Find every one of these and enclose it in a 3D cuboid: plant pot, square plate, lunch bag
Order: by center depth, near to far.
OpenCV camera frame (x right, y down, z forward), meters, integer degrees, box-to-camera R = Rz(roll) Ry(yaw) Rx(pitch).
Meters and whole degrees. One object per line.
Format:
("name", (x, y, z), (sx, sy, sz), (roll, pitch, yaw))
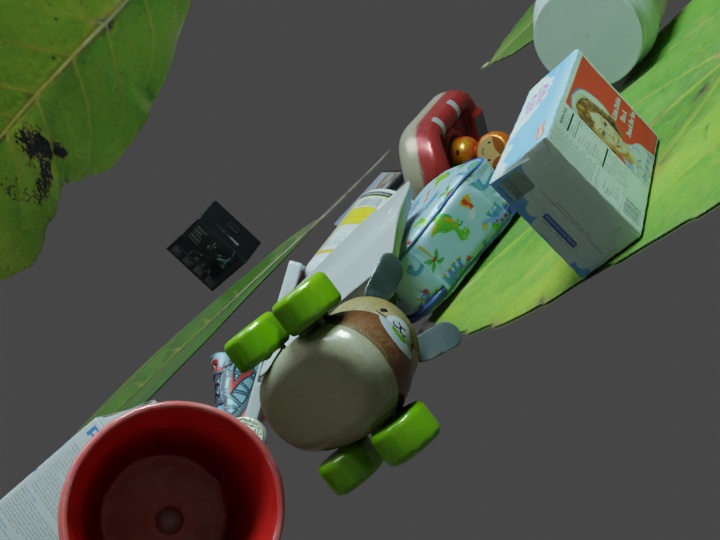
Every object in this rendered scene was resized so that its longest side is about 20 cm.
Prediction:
("plant pot", (-0.180, 0.231, 1.144), (0.200, 0.200, 0.177), (-50, 0, -18))
("square plate", (-0.018, 0.011, 1.288), (0.198, 0.028, 0.200), (-43, 13, 25))
("lunch bag", (0.077, -0.028, 1.349), (0.200, 0.082, 0.161), (-51, 12, -23))

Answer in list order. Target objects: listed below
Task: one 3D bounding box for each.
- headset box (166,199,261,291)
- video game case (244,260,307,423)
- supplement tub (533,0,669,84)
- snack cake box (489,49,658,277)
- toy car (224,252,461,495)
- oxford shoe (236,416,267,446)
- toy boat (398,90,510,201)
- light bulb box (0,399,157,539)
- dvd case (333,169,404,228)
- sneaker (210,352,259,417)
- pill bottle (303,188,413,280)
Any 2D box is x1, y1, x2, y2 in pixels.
("headset box", (-0.390, -0.068, 3.254), (0.200, 0.174, 0.093), (-38, 13, 44))
("video game case", (-0.101, 0.089, 1.482), (0.143, 0.017, 0.200), (61, -135, -87))
("supplement tub", (0.283, -0.310, 1.425), (0.145, 0.145, 0.200), (-39, 12, 37))
("snack cake box", (0.189, -0.097, 1.049), (0.067, 0.115, 0.200), (-40, 11, 33))
("toy car", (0.014, 0.065, 1.069), (0.158, 0.164, 0.200), (-37, 1, 45))
("oxford shoe", (-0.195, 0.228, 1.379), (0.200, 0.075, 0.058), (-25, -23, -4))
("toy boat", (0.135, -0.147, 1.547), (0.130, 0.131, 0.200), (-2, 31, 29))
("light bulb box", (-0.326, 0.279, 1.525), (0.200, 0.125, 0.198), (-40, -7, 8))
("dvd case", (0.017, -0.126, 2.204), (0.143, 0.018, 0.200), (-48, 9, -3))
("sneaker", (-0.175, 0.158, 1.634), (0.079, 0.096, 0.200), (-39, 12, 40))
("pill bottle", (0.000, 0.000, 1.478), (0.112, 0.112, 0.200), (-34, 16, 52))
